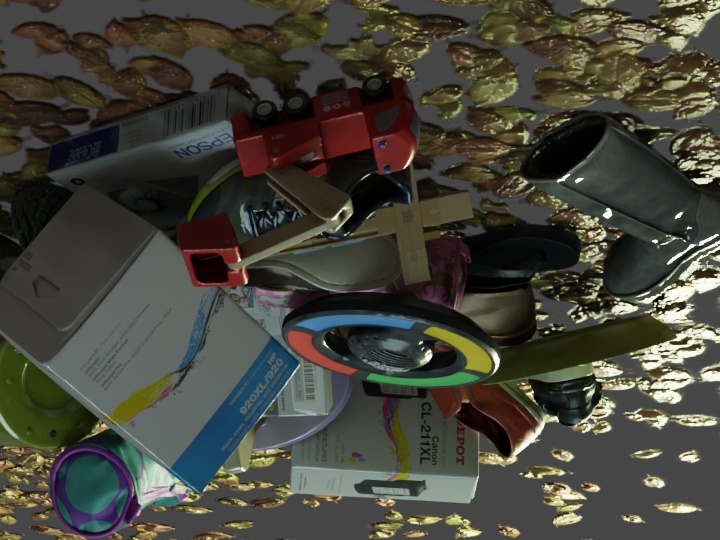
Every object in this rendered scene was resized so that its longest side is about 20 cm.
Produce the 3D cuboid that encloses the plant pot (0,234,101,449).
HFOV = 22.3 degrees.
[{"bbox_3d":[-0.319,0.077,1.655,0.200,0.202,0.192,25,175,-39],"label":"plant pot"}]

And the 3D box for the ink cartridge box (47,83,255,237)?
[{"bbox_3d":[-0.132,-0.077,1.574,0.199,0.041,0.200,-14,151,32],"label":"ink cartridge box"}]

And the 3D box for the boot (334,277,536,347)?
[{"bbox_3d":[0.071,0.034,1.779,0.198,0.074,0.076,-6,140,2],"label":"boot"}]

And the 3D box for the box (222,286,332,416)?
[{"bbox_3d":[-0.131,0.061,1.748,0.198,0.157,0.041,-3,-168,9],"label":"box"}]

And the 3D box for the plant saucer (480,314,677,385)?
[{"bbox_3d":[0.212,0.075,1.801,0.199,0.031,0.200,-14,178,0],"label":"plant saucer"}]

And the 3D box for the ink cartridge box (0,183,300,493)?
[{"bbox_3d":[-0.185,0.056,1.528,0.147,0.145,0.200,27,165,51],"label":"ink cartridge box"}]

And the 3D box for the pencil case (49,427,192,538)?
[{"bbox_3d":[-0.213,0.188,1.675,0.092,0.085,0.200,31,-171,10],"label":"pencil case"}]

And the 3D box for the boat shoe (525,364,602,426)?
[{"bbox_3d":[0.214,0.128,1.881,0.074,0.067,0.199,-11,178,-3],"label":"boat shoe"}]

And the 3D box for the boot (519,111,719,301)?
[{"bbox_3d":[0.214,-0.051,1.559,0.199,0.073,0.182,13,140,-37],"label":"boot"}]

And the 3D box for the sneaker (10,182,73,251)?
[{"bbox_3d":[-0.236,-0.008,1.666,0.200,0.078,0.085,38,176,-19],"label":"sneaker"}]

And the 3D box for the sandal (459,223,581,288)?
[{"bbox_3d":[0.112,-0.003,1.706,0.199,0.043,0.076,-7,154,21],"label":"sandal"}]

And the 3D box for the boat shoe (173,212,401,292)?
[{"bbox_3d":[-0.064,-0.015,1.587,0.198,0.072,0.060,5,165,-13],"label":"boat shoe"}]

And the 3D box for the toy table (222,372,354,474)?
[{"bbox_3d":[-0.119,0.114,1.852,0.199,0.185,0.117,-23,166,13],"label":"toy table"}]

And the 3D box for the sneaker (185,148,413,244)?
[{"bbox_3d":[-0.048,-0.057,1.478,0.199,0.081,0.074,-25,136,-5],"label":"sneaker"}]

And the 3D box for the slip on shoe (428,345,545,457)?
[{"bbox_3d":[0.099,0.120,1.884,0.200,0.061,0.074,38,153,-4],"label":"slip on shoe"}]

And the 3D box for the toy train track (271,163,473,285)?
[{"bbox_3d":[-0.004,-0.040,1.559,0.198,0.116,0.033,-11,-169,-11],"label":"toy train track"}]

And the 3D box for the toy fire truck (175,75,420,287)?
[{"bbox_3d":[-0.045,-0.070,1.416,0.198,0.142,0.049,-12,142,1],"label":"toy fire truck"}]

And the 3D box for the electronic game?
[{"bbox_3d":[0.027,0.067,1.642,0.198,0.042,0.200,7,160,3],"label":"electronic game"}]

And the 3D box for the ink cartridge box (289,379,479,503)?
[{"bbox_3d":[0.027,0.161,1.948,0.198,0.147,0.083,3,154,-2],"label":"ink cartridge box"}]

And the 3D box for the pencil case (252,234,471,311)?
[{"bbox_3d":[0.000,0.000,1.654,0.198,0.083,0.087,8,158,6],"label":"pencil case"}]
